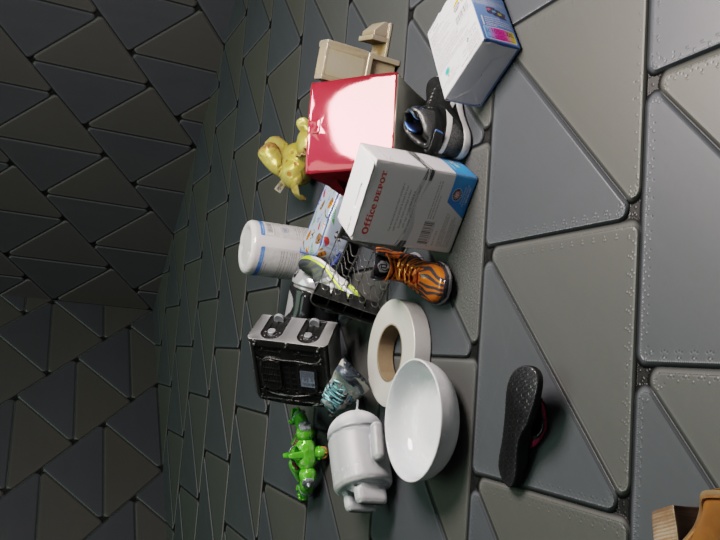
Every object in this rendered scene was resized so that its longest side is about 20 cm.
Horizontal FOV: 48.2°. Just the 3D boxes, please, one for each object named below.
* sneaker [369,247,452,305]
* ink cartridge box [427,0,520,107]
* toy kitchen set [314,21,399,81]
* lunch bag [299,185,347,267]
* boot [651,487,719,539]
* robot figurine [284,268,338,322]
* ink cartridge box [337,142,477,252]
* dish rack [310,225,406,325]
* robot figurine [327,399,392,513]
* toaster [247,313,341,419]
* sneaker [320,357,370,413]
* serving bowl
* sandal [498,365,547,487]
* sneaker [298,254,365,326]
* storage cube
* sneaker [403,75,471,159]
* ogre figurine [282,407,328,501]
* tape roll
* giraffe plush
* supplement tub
[{"bbox_3d":[0.080,0.009,1.434,0.200,0.110,0.079,-154,73,-65],"label":"sneaker"},{"bbox_3d":[0.184,-0.400,1.361,0.137,0.075,0.202,126,142,-46],"label":"ink cartridge box"},{"bbox_3d":[-0.030,-0.475,1.745,0.199,0.178,0.166,22,102,61],"label":"toy kitchen set"},{"bbox_3d":[-0.063,-0.113,1.804,0.202,0.075,0.160,-66,19,-2],"label":"lunch bag"},{"bbox_3d":[0.352,0.293,0.762,0.200,0.076,0.157,129,143,-55],"label":"boot"},{"bbox_3d":[-0.111,0.085,1.833,0.150,0.123,0.203,23,104,59],"label":"robot figurine"},{"bbox_3d":[0.078,-0.122,1.366,0.086,0.197,0.148,57,134,54],"label":"ink cartridge box"},{"bbox_3d":[0.000,0.000,1.585,0.055,0.151,0.202,-88,20,-56],"label":"dish rack"},{"bbox_3d":[-0.002,0.351,1.520,0.170,0.112,0.202,-46,42,39],"label":"robot figurine"},{"bbox_3d":[-0.134,0.197,1.725,0.119,0.178,0.203,-65,-24,-54],"label":"toaster"},{"bbox_3d":[-0.035,0.242,1.595,0.078,0.086,0.201,45,163,15],"label":"sneaker"},{"bbox_3d":[0.112,0.251,1.347,0.200,0.065,0.204,-173,90,-67],"label":"serving bowl"},{"bbox_3d":[0.231,0.215,1.124,0.075,0.044,0.203,-112,23,-58],"label":"sandal"},{"bbox_3d":[-0.072,0.040,1.713,0.081,0.074,0.199,-46,57,-9],"label":"sneaker"},{"bbox_3d":[0.017,-0.249,1.497,0.177,0.170,0.204,0,80,27],"label":"storage cube"},{"bbox_3d":[0.122,-0.287,1.424,0.073,0.110,0.202,122,147,-41],"label":"sneaker"},{"bbox_3d":[-0.129,0.417,1.818,0.120,0.097,0.203,144,141,-74],"label":"ogre figurine"},{"bbox_3d":[0.069,0.156,1.510,0.202,0.037,0.206,-172,90,-66],"label":"tape roll"},{"bbox_3d":[-0.149,-0.298,2.033,0.162,0.172,0.201,-43,29,24],"label":"giraffe plush"},{"bbox_3d":[-0.187,-0.045,1.958,0.132,0.197,0.134,-172,90,-66],"label":"supplement tub"}]
